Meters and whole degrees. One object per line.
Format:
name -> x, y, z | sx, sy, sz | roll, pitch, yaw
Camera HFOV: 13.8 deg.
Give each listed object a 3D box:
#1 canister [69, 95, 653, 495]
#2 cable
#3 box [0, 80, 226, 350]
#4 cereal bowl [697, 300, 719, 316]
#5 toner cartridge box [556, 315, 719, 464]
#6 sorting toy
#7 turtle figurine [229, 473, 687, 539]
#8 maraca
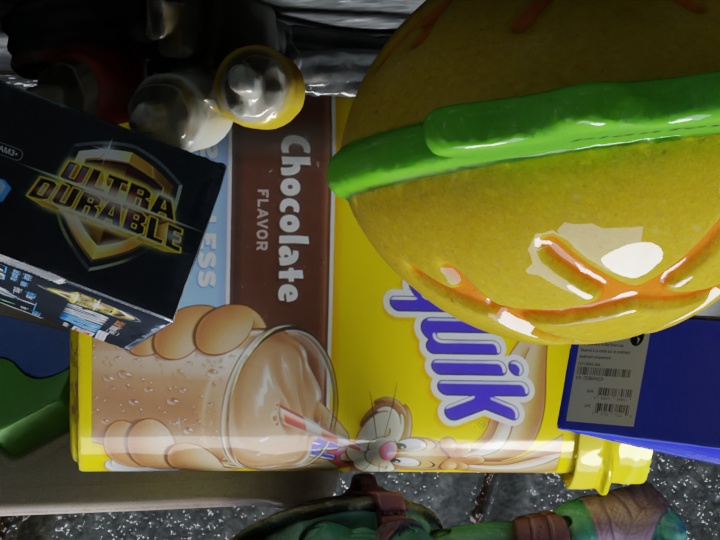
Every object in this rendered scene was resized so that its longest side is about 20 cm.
canister -> 0.000, 0.000, 1.025 | 0.199, 0.149, 0.087 | 0, -166, -4
cable -> -0.037, -0.054, 0.898 | 0.097, 0.051, 0.200 | 0, 177, 22
box -> -0.125, -0.028, 0.844 | 0.158, 0.046, 0.200 | 21, 174, -5
cereal bowl -> 0.190, 0.015, 1.125 | 0.199, 0.084, 0.201 | 18, 146, 12
toner cartridge box -> 0.172, 0.052, 0.988 | 0.199, 0.043, 0.095 | 14, 175, -36
sorting toy -> -0.082, 0.009, 1.143 | 0.199, 0.186, 0.037 | -2, 143, 29
turtle figurine -> 0.008, 0.121, 1.031 | 0.199, 0.101, 0.150 | -4, 155, -22
maraca -> 0.061, -0.035, 0.782 | 0.136, 0.108, 0.200 | -10, 178, -8
